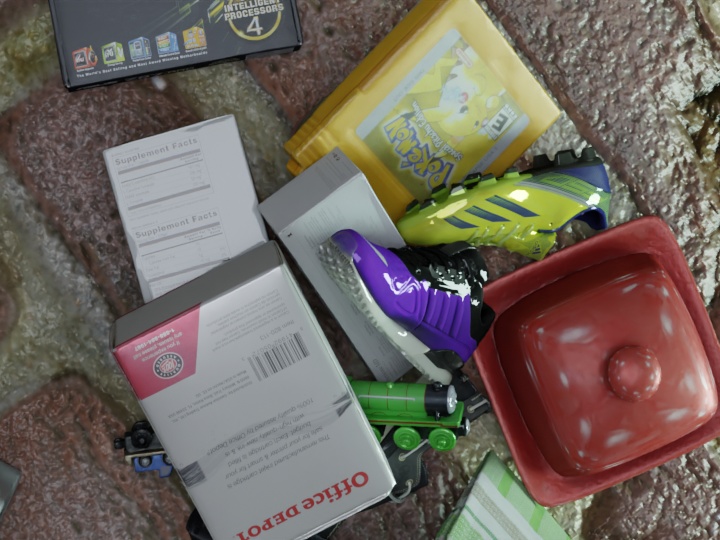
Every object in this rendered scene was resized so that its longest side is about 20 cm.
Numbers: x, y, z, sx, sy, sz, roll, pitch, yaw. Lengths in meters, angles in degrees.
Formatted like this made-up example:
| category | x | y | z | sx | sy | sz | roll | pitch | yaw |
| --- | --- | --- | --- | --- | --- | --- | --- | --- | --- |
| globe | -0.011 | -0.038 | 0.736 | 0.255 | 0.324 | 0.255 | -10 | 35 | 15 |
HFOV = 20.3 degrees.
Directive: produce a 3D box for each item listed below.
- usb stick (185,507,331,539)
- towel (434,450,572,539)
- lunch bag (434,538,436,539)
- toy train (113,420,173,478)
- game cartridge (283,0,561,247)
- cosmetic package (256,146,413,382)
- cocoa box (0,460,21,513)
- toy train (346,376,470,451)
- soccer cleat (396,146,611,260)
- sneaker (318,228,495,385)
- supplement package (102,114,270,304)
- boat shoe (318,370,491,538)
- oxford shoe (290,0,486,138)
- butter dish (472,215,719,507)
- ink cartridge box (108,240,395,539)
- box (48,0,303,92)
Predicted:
| category | x | y | z | sx | sy | sz | roll | pitch | yaw |
| --- | --- | --- | --- | --- | --- | --- | --- | --- | --- |
| usb stick | -0.056 | 0.230 | 1.607 | 0.199 | 0.033 | 0.056 | 22 | 66 | 34 |
| towel | 0.119 | 0.249 | 1.615 | 0.031 | 0.200 | 0.149 | -37 | 97 | 30 |
| lunch bag | 0.081 | 0.344 | 1.607 | 0.200 | 0.170 | 0.127 | 43 | 128 | -4 |
| toy train | -0.104 | 0.142 | 1.661 | 0.198 | 0.034 | 0.046 | -5 | 103 | -6 |
| game cartridge | 0.051 | -0.110 | 1.619 | 0.200 | 0.032 | 0.176 | -48 | 131 | -3 |
| cosmetic package | 0.000 | 0.000 | 1.604 | 0.082 | 0.051 | 0.200 | -37 | 132 | -5 |
| cocoa box | -0.355 | 0.198 | 1.553 | 0.131 | 0.200 | 0.134 | 26 | 90 | -5 |
| toy train | -0.012 | 0.110 | 1.601 | 0.198 | 0.042 | 0.057 | 1 | 122 | 12 |
| soccer cleat | 0.122 | -0.043 | 1.633 | 0.199 | 0.065 | 0.084 | -16 | 97 | -27 |
| sneaker | 0.045 | 0.007 | 1.560 | 0.099 | 0.070 | 0.200 | -43 | 140 | -1 |
| supplement package | -0.126 | -0.014 | 1.611 | 0.109 | 0.114 | 0.202 | -15 | 94 | -3 |
| boat shoe | 0.024 | 0.163 | 1.653 | 0.068 | 0.072 | 0.200 | 43 | 86 | -1 |
| oxford shoe | 0.029 | -0.151 | 1.640 | 0.200 | 0.074 | 0.071 | -44 | 93 | -4 |
| butter dish | 0.207 | 0.079 | 1.630 | 0.199 | 0.148 | 0.201 | -23 | 95 | -5 |
| ink cartridge box | -0.082 | 0.103 | 1.525 | 0.146 | 0.083 | 0.201 | -26 | 106 | 0 |
| box | -0.157 | -0.242 | 1.633 | 0.198 | 0.049 | 0.163 | -10 | 90 | -5 |
